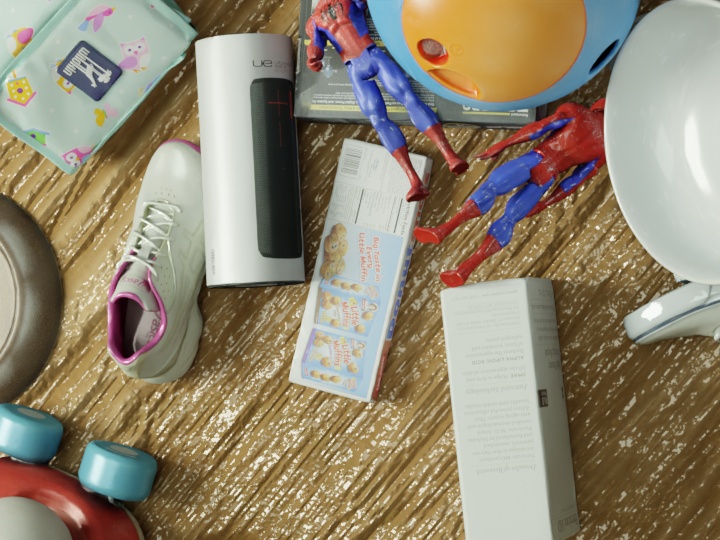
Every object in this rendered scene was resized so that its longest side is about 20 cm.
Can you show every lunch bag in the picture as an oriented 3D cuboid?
[{"bbox_3d":[-0.252,-0.199,1.585,0.200,0.122,0.170,44,98,5],"label":"lunch bag"}]

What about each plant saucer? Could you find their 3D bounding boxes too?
[{"bbox_3d":[-0.350,0.026,1.652,0.199,0.032,0.201,-1,88,17],"label":"plant saucer"}]

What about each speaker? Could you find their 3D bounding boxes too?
[{"bbox_3d":[-0.089,-0.088,1.553,0.081,0.081,0.201,-4,87,16],"label":"speaker"}]

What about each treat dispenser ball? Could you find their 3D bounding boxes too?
[{"bbox_3d":[0.102,-0.215,1.389,0.200,0.201,0.202,0,88,16],"label":"treat dispenser ball"}]

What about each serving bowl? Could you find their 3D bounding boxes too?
[{"bbox_3d":[0.259,-0.093,1.361,0.200,0.066,0.201,22,116,55],"label":"serving bowl"}]

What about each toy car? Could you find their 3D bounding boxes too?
[{"bbox_3d":[-0.280,0.217,1.537,0.176,0.200,0.185,20,94,16],"label":"toy car"}]

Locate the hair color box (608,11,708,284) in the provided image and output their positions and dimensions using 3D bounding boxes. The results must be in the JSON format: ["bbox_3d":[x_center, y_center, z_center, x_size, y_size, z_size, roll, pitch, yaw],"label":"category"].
[{"bbox_3d":[0.258,-0.099,1.460,0.099,0.061,0.201,-18,83,16],"label":"hair color box"}]

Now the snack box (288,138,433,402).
[{"bbox_3d":[0.000,0.000,1.552,0.072,0.024,0.201,14,92,16],"label":"snack box"}]

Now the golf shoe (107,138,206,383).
[{"bbox_3d":[-0.160,-0.008,1.566,0.075,0.091,0.201,5,89,18],"label":"golf shoe"}]

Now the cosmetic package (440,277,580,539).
[{"bbox_3d":[0.115,0.108,1.476,0.074,0.102,0.201,-9,87,18],"label":"cosmetic package"}]

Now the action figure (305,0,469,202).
[{"bbox_3d":[0.002,-0.153,1.473,0.065,0.099,0.200,-33,78,13],"label":"action figure"}]

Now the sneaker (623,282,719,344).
[{"bbox_3d":[0.295,0.031,1.439,0.199,0.073,0.071,-18,83,16],"label":"sneaker"}]

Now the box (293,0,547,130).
[{"bbox_3d":[0.051,-0.195,1.531,0.199,0.049,0.162,2,87,16],"label":"box"}]

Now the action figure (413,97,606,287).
[{"bbox_3d":[0.125,-0.070,1.467,0.200,0.052,0.066,-39,106,-21],"label":"action figure"}]
